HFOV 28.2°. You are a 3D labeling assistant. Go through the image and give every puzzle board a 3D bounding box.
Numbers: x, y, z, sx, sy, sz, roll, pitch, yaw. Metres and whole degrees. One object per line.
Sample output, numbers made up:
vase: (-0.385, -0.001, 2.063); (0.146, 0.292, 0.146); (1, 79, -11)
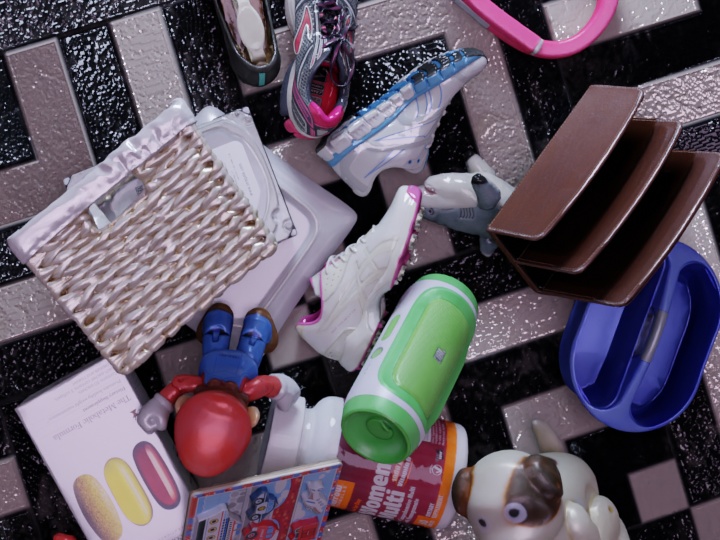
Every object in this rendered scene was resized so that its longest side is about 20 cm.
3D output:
puzzle board: (-0.102, 0.261, 1.393); (0.149, 0.201, 0.017); (-10, 50, -23)

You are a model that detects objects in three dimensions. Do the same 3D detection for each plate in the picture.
plate: (-0.134, -0.034, 1.465); (0.199, 0.032, 0.200); (36, 88, -5)

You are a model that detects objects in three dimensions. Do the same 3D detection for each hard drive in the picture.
hard drive: (-0.178, -0.063, 1.426); (0.198, 0.038, 0.141); (-21, 92, -4)

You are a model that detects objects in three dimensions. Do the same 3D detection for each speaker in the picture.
speaker: (0.051, 0.094, 1.411); (0.088, 0.088, 0.201); (36, 47, -6)

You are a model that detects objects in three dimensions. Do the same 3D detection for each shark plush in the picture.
shark plush: (0.147, -0.045, 1.500); (0.199, 0.091, 0.083); (32, 108, -26)

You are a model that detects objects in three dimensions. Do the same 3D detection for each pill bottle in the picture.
pill bottle: (0.001, 0.189, 1.445); (0.198, 0.110, 0.111); (12, 89, -7)

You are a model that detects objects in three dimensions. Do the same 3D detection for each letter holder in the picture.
letter holder: (0.247, -0.075, 1.416); (0.201, 0.142, 0.101); (-53, 123, -17)

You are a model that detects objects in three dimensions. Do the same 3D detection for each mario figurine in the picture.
mario figurine: (-0.136, 0.126, 1.375); (0.123, 0.201, 0.106); (-22, 121, 23)

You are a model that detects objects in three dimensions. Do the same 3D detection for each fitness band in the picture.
fitness band: (0.177, -0.311, 1.494); (0.199, 0.037, 0.144); (36, 87, -7)

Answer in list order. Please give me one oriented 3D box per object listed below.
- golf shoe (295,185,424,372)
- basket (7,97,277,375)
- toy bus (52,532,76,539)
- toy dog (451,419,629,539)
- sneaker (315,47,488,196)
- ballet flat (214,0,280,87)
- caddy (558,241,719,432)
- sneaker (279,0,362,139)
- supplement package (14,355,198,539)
golf shoe: (0.000, 0.000, 1.453); (0.091, 0.075, 0.202); (23, 97, 4)
basket: (-0.192, -0.031, 1.308); (0.198, 0.200, 0.161); (-39, 96, -4)
toy bus: (-0.319, 0.347, 1.373); (0.134, 0.200, 0.194); (16, 81, -7)
toy dog: (0.177, 0.236, 1.409); (0.138, 0.200, 0.196); (-3, 74, 29)
sneaker: (0.055, -0.151, 1.473); (0.199, 0.075, 0.087); (-36, 105, 1)
ballet flat: (-0.120, -0.286, 1.444); (0.067, 0.068, 0.202); (-19, 93, -7)
caddy: (0.288, 0.065, 1.476); (0.140, 0.105, 0.202); (20, 88, -8)
sneaker: (-0.031, -0.234, 1.445); (0.080, 0.075, 0.202); (3, 89, -22)
supplement package: (-0.239, 0.191, 1.417); (0.113, 0.110, 0.201); (-29, 94, -5)
